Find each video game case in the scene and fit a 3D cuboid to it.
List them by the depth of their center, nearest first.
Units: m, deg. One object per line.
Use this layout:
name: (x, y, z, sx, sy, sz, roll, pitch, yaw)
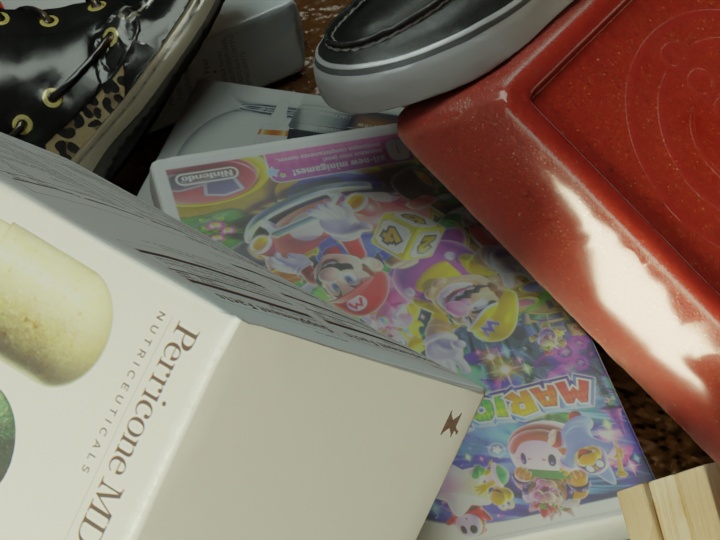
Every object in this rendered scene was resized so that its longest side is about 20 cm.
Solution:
video game case: (0.011, 0.024, 0.694, 0.142, 0.018, 0.201, -9, 50, -13)

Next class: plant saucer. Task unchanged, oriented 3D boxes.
plant saucer: (0.145, -0.047, 0.728, 0.200, 0.037, 0.200, 45, 57, 1)

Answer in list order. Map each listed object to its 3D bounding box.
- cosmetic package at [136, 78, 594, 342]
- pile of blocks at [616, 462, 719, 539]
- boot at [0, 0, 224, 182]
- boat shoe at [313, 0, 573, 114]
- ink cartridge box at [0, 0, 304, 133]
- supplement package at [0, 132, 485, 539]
cosmetic package: (0.000, 0.000, 0.776, 0.198, 0.052, 0.152, 9, 52, 17)
pile of blocks: (0.130, 0.147, 0.587, 0.062, 0.082, 0.202, -24, 51, 38)
boot: (-0.152, -0.105, 0.809, 0.150, 0.073, 0.201, 35, 86, -6)
boat shoe: (0.061, -0.133, 0.704, 0.199, 0.067, 0.070, -31, 32, -10)
ink cartridge box: (-0.147, -0.122, 0.913, 0.199, 0.048, 0.160, -22, 48, -13)
supplement package: (-0.101, 0.051, 0.574, 0.199, 0.150, 0.153, 27, 93, 31)
